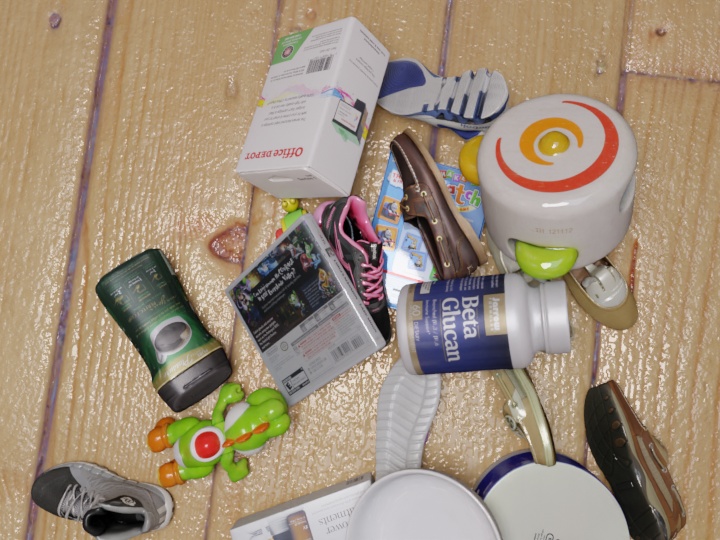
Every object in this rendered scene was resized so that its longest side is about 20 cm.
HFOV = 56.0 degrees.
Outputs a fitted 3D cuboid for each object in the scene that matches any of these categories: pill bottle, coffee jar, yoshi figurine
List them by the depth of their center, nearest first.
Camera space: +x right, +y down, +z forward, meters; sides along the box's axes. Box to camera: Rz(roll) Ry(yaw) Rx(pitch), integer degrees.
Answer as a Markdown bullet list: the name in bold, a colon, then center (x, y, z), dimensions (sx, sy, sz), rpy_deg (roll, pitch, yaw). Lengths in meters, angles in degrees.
- **pill bottle**: center (0.148, 0.063, 0.810), dimensions (0.195, 0.111, 0.114), rpy_deg (-7, 85, 17)
- **yoshi figurine**: center (-0.173, 0.212, 0.892), dimensions (0.196, 0.113, 0.114), rpy_deg (-21, 43, 15)
- **coffee jar**: center (-0.256, 0.080, 0.894), dimensions (0.103, 0.085, 0.202), rpy_deg (-32, 83, -19)

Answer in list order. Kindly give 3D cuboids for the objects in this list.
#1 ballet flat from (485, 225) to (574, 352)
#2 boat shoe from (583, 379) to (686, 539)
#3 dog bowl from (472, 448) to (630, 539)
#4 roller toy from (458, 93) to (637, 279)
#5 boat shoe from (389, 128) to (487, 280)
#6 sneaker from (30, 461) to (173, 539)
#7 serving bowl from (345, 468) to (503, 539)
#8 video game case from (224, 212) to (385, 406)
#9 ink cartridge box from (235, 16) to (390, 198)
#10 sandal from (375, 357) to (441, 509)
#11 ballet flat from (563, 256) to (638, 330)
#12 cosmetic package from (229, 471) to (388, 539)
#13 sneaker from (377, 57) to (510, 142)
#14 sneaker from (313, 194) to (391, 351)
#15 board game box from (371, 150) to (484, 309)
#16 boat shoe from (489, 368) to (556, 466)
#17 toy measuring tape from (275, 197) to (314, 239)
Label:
- **ballet flat**: center (0.224, 0.010, 0.885), dimensions (0.068, 0.069, 0.204), rpy_deg (-24, 84, 1)
- **boat shoe**: center (0.350, 0.241, 0.861), dimensions (0.072, 0.076, 0.205), rpy_deg (-9, 75, -25)
- **dog bowl**: center (0.231, 0.335, 0.850), dimensions (0.194, 0.079, 0.206), rpy_deg (0, 85, 4)
- **roller toy**: center (0.229, -0.110, 0.801), dimensions (0.180, 0.141, 0.202), rpy_deg (-29, 52, -3)
- **boat shoe**: center (0.085, -0.080, 0.860), dimensions (0.069, 0.070, 0.203), rpy_deg (-29, 85, -3)
- **sneaker**: center (-0.348, 0.299, 0.869), dimensions (0.194, 0.116, 0.077), rpy_deg (7, 85, 4)
- **serving bowl**: center (0.082, 0.335, 0.807), dimensions (0.195, 0.065, 0.206), rpy_deg (-2, 86, 24)
- **video game case**: center (-0.077, 0.057, 0.861), dimensions (0.199, 0.023, 0.184), rpy_deg (-37, 82, 41)
- **ink cartridge box**: center (-0.061, -0.199, 0.862), dimensions (0.143, 0.083, 0.205), rpy_deg (3, 72, 43)
- **sandal**: center (0.059, 0.206, 0.889), dimensions (0.080, 0.050, 0.208), rpy_deg (11, 85, 21)
- **ballet flat**: center (0.294, -0.005, 0.883), dimensions (0.068, 0.063, 0.201), rpy_deg (-39, 84, -2)
- **cosmetic package**: center (-0.054, 0.373, 0.879), dimensions (0.195, 0.052, 0.154), rpy_deg (-20, 87, 1)
- **sneaker**: center (0.120, -0.213, 0.905), dimensions (0.196, 0.115, 0.082), rpy_deg (20, 83, 34)
- **sneaker**: center (0.000, 0.000, 0.842), dimensions (0.078, 0.095, 0.205), rpy_deg (-15, 84, -35)
- **board game box**: center (0.085, -0.043, 0.912), dimensions (0.147, 0.037, 0.205), rpy_deg (15, 88, 5)
- **boat shoe**: center (0.188, 0.152, 0.852), dimensions (0.062, 0.073, 0.205), rpy_deg (-23, 63, 10)
- **toy measuring tape**: center (-0.065, -0.009, 0.902), dimensions (0.072, 0.074, 0.205), rpy_deg (-21, 84, 1)
